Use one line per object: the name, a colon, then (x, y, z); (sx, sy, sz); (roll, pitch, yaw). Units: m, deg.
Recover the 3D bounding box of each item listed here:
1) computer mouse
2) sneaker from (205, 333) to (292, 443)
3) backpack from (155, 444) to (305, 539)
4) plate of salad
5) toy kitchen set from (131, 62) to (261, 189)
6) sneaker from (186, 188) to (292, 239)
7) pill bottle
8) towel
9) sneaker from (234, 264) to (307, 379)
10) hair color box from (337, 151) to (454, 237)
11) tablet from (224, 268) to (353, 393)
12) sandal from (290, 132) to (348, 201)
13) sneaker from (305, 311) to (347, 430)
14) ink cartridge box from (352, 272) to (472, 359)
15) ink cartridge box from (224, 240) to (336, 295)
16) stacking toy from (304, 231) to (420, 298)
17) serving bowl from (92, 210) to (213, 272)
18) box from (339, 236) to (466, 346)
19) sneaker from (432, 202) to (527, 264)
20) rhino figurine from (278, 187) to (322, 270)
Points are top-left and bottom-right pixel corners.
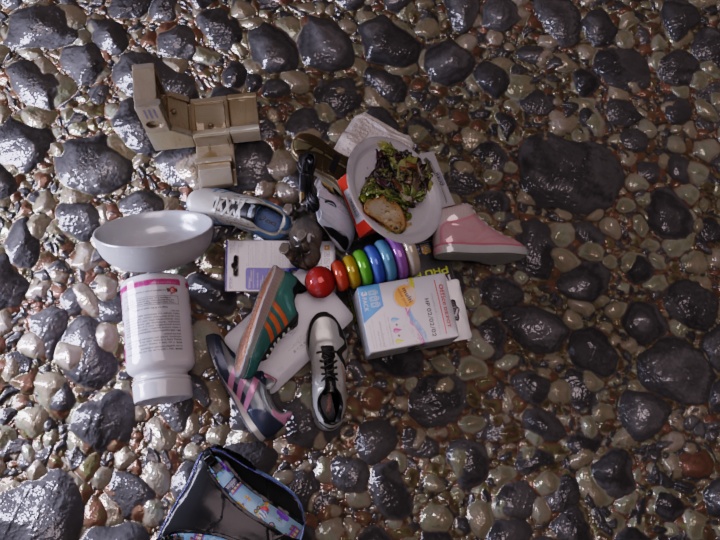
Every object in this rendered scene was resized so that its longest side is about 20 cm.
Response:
computer mouse: (-0.051, -0.108, 1.318); (0.043, 0.200, 0.111); (-18, 53, 16)
sneaker: (-0.187, 0.183, 1.274); (0.081, 0.070, 0.202); (-30, 87, -4)
backpack: (-0.191, 0.393, 1.180); (0.198, 0.135, 0.184); (26, 72, 1)
plate of salad: (0.065, -0.143, 1.288); (0.198, 0.048, 0.203); (14, 62, -28)
toy kitchen set: (-0.278, -0.251, 1.331); (0.197, 0.181, 0.166); (-7, 76, -5)
sneaker: (-0.215, -0.108, 1.356); (0.197, 0.073, 0.073); (15, 74, -1)
pill bottle: (-0.334, 0.115, 1.254); (0.112, 0.113, 0.203); (-6, 75, -9)
towel: (0.007, -0.196, 1.428); (0.131, 0.035, 0.202); (28, 73, 2)
sneaker: (-0.144, 0.094, 1.258); (0.079, 0.071, 0.202); (27, 66, -19)
hair color box: (0.066, -0.139, 1.360); (0.198, 0.064, 0.112); (-17, 82, -37)
tablet: (-0.124, 0.100, 1.317); (0.200, 0.014, 0.130); (-42, 91, -10)
sandal: (-0.046, -0.171, 1.366); (0.199, 0.054, 0.081); (35, 60, -15)
sneaker: (-0.051, 0.170, 1.277); (0.073, 0.080, 0.203); (-5, 84, -8)
ink cartridge box: (0.096, 0.074, 1.297); (0.197, 0.068, 0.117); (-10, 76, -11)
ink cartridge box: (-0.142, -0.004, 1.354); (0.197, 0.037, 0.096); (1, 75, -10)
stacking toy: (0.000, 0.000, 1.303); (0.198, 0.085, 0.086); (-20, 77, -9)
serving bowl: (-0.345, -0.043, 1.278); (0.197, 0.200, 0.067); (-4, 112, -8)
box: (0.075, 0.035, 1.365); (0.197, 0.044, 0.162); (-12, 75, -11)
sneaker: (0.217, -0.070, 1.378); (0.198, 0.075, 0.106); (4, 71, -26)
rhino figurine: (-0.096, -0.090, 1.333); (0.059, 0.088, 0.202); (-9, 53, 18)
